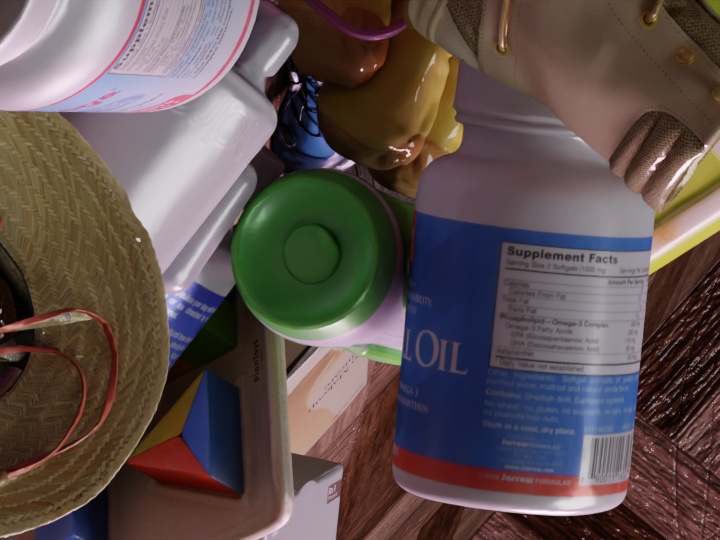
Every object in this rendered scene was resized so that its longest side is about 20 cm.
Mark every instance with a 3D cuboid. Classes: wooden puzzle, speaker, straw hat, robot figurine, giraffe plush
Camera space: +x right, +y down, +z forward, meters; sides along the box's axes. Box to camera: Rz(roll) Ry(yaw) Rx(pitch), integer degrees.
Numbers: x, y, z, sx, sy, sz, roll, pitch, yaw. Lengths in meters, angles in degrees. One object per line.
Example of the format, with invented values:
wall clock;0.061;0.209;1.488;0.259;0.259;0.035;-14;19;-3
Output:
wooden puzzle;-0.117;0.074;1.434;0.200;0.185;0.046;-30;138;32
speaker;0.000;0.000;1.394;0.088;0.088;0.200;-53;165;5
straw hat;-0.185;0.017;1.168;0.201;0.201;0.085;-46;-163;-22
robot figurine;-0.116;-0.054;1.254;0.170;0.113;0.200;37;91;-38
giraffe plush;0.071;-0.145;1.385;0.173;0.162;0.200;38;53;-60

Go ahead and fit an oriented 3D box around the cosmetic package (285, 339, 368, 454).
cosmetic package;-0.049;0.057;1.895;0.105;0.071;0.200;-48;167;-15

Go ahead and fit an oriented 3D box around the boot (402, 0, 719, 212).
boot;0.117;-0.132;1.179;0.073;0.155;0.200;-36;161;-48

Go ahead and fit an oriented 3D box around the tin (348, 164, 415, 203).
tin;0.024;-0.077;1.613;0.042;0.112;0.200;1;162;-34

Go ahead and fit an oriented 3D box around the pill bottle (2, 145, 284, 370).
pill bottle;-0.128;0.004;1.376;0.200;0.112;0.112;-52;167;3

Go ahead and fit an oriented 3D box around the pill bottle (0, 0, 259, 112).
pill bottle;-0.119;-0.115;1.086;0.109;0.109;0.200;-54;167;13

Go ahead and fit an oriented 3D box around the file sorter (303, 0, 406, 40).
file sorter;0.012;-0.216;1.227;0.139;0.125;0.200;-46;166;-22

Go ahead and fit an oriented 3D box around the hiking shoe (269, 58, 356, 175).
hiking shoe;-0.017;-0.124;1.557;0.087;0.074;0.200;-6;144;-34

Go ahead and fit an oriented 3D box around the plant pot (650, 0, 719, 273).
plant pot;0.159;-0.114;1.660;0.200;0.199;0.182;-34;-162;34

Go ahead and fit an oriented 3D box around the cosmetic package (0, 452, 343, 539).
cosmetic package;-0.120;0.135;1.555;0.107;0.200;0.090;-21;122;-63

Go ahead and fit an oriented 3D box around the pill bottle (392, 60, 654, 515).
pill bottle;0.077;0.006;1.306;0.112;0.112;0.200;-8;104;-72
